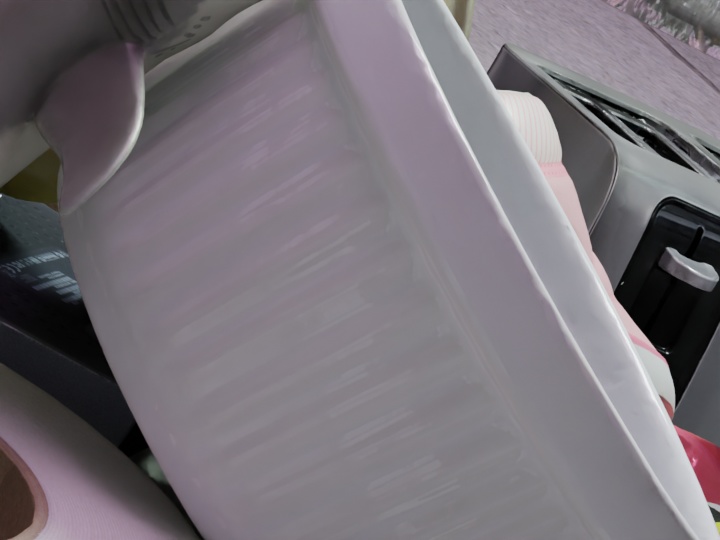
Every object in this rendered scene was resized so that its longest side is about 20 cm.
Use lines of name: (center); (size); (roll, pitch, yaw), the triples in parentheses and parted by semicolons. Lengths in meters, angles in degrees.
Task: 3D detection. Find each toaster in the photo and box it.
toaster: (0.124, 0.006, 1.113); (0.181, 0.119, 0.200); (23, 13, -25)

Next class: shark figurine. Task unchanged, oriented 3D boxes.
shark figurine: (-0.108, -0.041, 0.611); (0.090, 0.215, 0.128); (53, -30, -18)

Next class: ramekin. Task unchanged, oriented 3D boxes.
ramekin: (0.005, 0.014, 0.696); (0.200, 0.105, 0.200); (60, 9, -15)

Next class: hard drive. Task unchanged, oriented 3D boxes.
hard drive: (-0.134, -0.006, 0.777); (0.200, 0.042, 0.135); (30, 12, 9)

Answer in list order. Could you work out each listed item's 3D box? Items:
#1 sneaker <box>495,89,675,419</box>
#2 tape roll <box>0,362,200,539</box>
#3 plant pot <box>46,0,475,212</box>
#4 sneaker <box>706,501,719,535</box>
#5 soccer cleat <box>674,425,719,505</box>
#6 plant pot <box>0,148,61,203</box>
sneaker: (0.054, -0.003, 0.896); (0.200, 0.075, 0.105); (36, 43, -62)
tape roll: (-0.126, 0.048, 0.592); (0.203, 0.037, 0.203); (26, 13, -7)
plant pot: (-0.080, -0.103, 1.005); (0.200, 0.201, 0.183); (31, 24, 12)
sneaker: (0.068, 0.090, 0.788); (0.076, 0.076, 0.200); (13, 7, -27)
soccer cleat: (0.137, 0.113, 0.848); (0.076, 0.067, 0.200); (33, 7, -34)
plant pot: (-0.127, -0.118, 0.738); (0.189, 0.201, 0.201); (37, 4, -40)
